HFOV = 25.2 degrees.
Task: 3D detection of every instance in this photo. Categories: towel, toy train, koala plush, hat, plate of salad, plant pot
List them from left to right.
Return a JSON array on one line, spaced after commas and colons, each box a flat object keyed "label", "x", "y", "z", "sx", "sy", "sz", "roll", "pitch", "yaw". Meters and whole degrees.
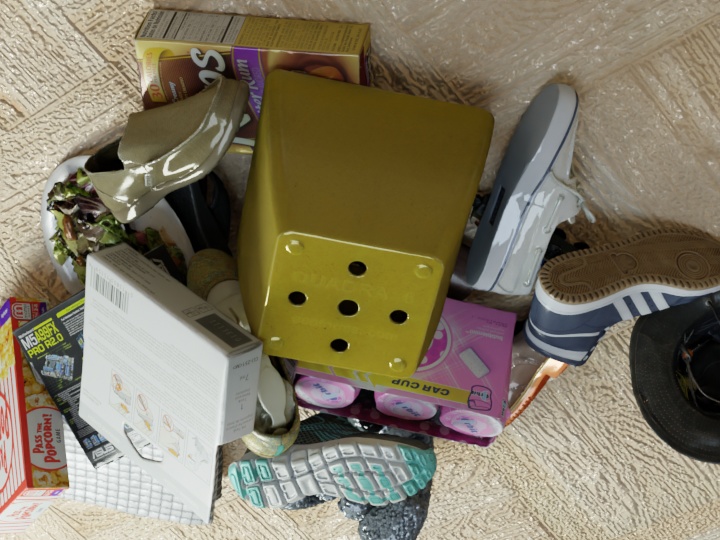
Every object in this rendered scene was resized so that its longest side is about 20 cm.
[{"label": "plate of salad", "x": -0.238, "y": -0.014, "z": 1.544, "sx": 0.200, "sy": 0.048, "sz": 0.200, "roll": 20, "pitch": 127, "yaw": 28}, {"label": "towel", "x": -0.245, "y": 0.183, "z": 1.728, "sx": 0.200, "sy": 0.086, "sz": 0.166, "roll": 10, "pitch": 132, "yaw": 3}, {"label": "plant pot", "x": -0.005, "y": -0.023, "z": 1.365, "sx": 0.200, "sy": 0.176, "sz": 0.200, "roll": 11, "pitch": 130, "yaw": -4}, {"label": "koala plush", "x": 0.021, "y": 0.144, "z": 1.603, "sx": 0.177, "sy": 0.184, "sz": 0.200, "roll": 24, "pitch": 114, "yaw": 15}, {"label": "toy train", "x": 0.131, "y": -0.040, "z": 1.485, "sx": 0.200, "sy": 0.034, "sz": 0.046, "roll": 29, "pitch": 133, "yaw": -11}, {"label": "hat", "x": 0.353, "y": 0.088, "z": 1.500, "sx": 0.200, "sy": 0.201, "sz": 0.081, "roll": -4, "pitch": 168, "yaw": 16}]

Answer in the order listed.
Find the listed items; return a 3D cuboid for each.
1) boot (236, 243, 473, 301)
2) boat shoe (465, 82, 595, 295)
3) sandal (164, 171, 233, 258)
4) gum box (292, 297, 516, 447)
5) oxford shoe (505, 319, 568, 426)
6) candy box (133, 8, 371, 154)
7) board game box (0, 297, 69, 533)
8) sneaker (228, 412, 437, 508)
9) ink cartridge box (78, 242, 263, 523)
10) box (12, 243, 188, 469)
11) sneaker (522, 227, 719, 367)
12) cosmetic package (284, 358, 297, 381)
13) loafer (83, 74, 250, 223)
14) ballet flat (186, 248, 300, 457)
[{"label": "boot", "x": 0.000, "y": 0.000, "z": 1.537, "sx": 0.200, "sy": 0.064, "sz": 0.186, "roll": 33, "pitch": 132, "yaw": -21}, {"label": "boat shoe", "x": 0.167, "y": -0.064, "z": 1.419, "sx": 0.086, "sy": 0.075, "sz": 0.202, "roll": 14, "pitch": 111, "yaw": -16}, {"label": "sandal", "x": -0.148, "y": -0.046, "z": 1.519, "sx": 0.075, "sy": 0.048, "sz": 0.201, "roll": -6, "pitch": 108, "yaw": 51}, {"label": "gum box", "x": 0.045, "y": 0.083, "z": 1.487, "sx": 0.200, "sy": 0.114, "sz": 0.066, "roll": 12, "pitch": 147, "yaw": 1}, {"label": "oxford shoe", "x": 0.152, "y": 0.092, "z": 1.581, "sx": 0.073, "sy": 0.071, "sz": 0.200, "roll": 42, "pitch": 125, "yaw": 4}, {"label": "candy box", "x": -0.092, "y": -0.161, "z": 1.421, "sx": 0.200, "sy": 0.056, "sz": 0.117, "roll": 6, "pitch": 131, "yaw": 10}, {"label": "board game box", "x": -0.347, "y": 0.148, "z": 1.627, "sx": 0.046, "sy": 0.200, "sz": 0.151, "roll": 3, "pitch": 153, "yaw": -30}, {"label": "sneaker", "x": -0.022, "y": 0.164, "z": 1.494, "sx": 0.200, "sy": 0.091, "sz": 0.078, "roll": -3, "pitch": 125, "yaw": 21}, {"label": "ink cartridge box", "x": -0.170, "y": 0.096, "z": 1.406, "sx": 0.200, "sy": 0.044, "sz": 0.174, "roll": 33, "pitch": 128, "yaw": 36}, {"label": "box", "x": -0.219, "y": 0.085, "z": 1.520, "sx": 0.200, "sy": 0.044, "sz": 0.160, "roll": -28, "pitch": 94, "yaw": 38}, {"label": "sneaker", "x": 0.239, "y": 0.026, "z": 1.466, "sx": 0.200, "sy": 0.070, "sz": 0.109, "roll": -9, "pitch": 144, "yaw": -20}, {"label": "cosmetic package", "x": -0.144, "y": 0.091, "z": 1.583, "sx": 0.200, "sy": 0.107, "sz": 0.090, "roll": -9, "pitch": 129, "yaw": 40}, {"label": "loafer", "x": -0.172, "y": -0.108, "z": 1.397, "sx": 0.067, "sy": 0.076, "sz": 0.200, "roll": 34, "pitch": 130, "yaw": -25}, {"label": "ballet flat", "x": -0.100, "y": 0.068, "z": 1.441, "sx": 0.071, "sy": 0.071, "sz": 0.200, "roll": -23, "pitch": 81, "yaw": 28}]
